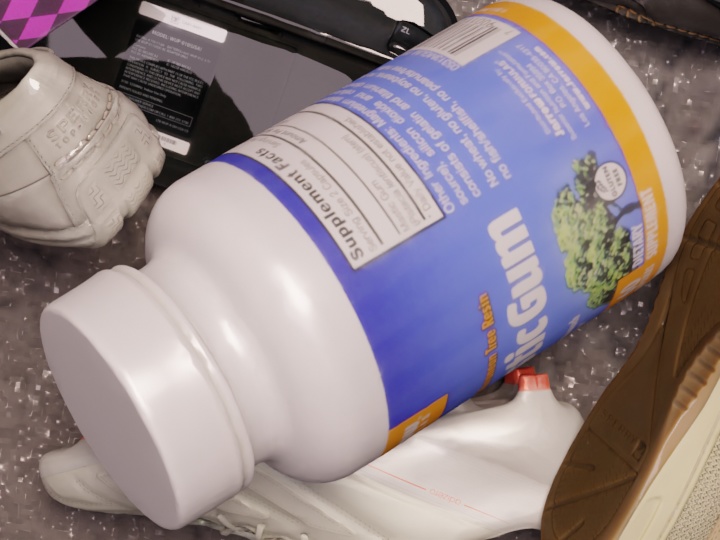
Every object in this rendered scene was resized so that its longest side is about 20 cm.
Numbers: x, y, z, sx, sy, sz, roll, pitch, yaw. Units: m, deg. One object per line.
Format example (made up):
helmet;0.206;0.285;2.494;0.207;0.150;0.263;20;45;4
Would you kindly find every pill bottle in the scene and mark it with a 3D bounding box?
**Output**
pill bottle;0.000;0.000;0.709;0.200;0.112;0.112;-32;87;-22

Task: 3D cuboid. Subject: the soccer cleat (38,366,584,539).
soccer cleat;-0.016;0.080;0.771;0.199;0.069;0.078;-4;92;1

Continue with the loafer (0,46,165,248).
loafer;-0.151;-0.049;0.736;0.199;0.070;0.070;1;51;41

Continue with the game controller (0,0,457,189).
game controller;-0.067;-0.083;0.795;0.199;0.042;0.105;20;105;4

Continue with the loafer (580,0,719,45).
loafer;0.102;-0.123;0.767;0.199;0.072;0.073;26;65;-12

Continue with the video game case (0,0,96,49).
video game case;-0.077;-0.196;0.752;0.200;0.036;0.182;-34;56;2

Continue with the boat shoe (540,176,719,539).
boat shoe;0.137;0.028;0.727;0.065;0.072;0.200;25;101;-22
